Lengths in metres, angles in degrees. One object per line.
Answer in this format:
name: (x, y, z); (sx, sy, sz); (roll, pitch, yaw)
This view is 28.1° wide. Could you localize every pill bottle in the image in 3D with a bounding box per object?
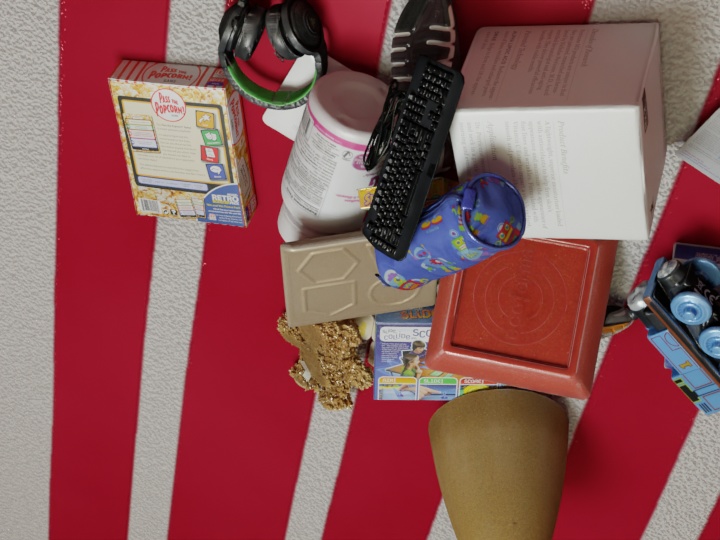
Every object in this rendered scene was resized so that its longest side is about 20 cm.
pill bottle: (-0.026, -0.116, 1.636); (0.112, 0.114, 0.201); (22, 133, 0)

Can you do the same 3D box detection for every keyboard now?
keyboard: (0.036, -0.119, 1.462); (0.039, 0.104, 0.202); (9, 106, -37)

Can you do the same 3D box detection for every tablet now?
tablet: (-0.006, -0.165, 1.673); (0.199, 0.014, 0.130); (31, 132, -8)

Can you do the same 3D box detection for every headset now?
headset: (-0.106, -0.258, 1.575); (0.122, 0.094, 0.202); (3, 129, 17)

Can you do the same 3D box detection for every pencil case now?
pencil case: (0.086, -0.038, 1.484); (0.086, 0.079, 0.199); (20, 157, -24)

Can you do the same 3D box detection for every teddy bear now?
teddy bear: (-0.043, 0.107, 1.879); (0.144, 0.067, 0.202); (27, 143, 36)

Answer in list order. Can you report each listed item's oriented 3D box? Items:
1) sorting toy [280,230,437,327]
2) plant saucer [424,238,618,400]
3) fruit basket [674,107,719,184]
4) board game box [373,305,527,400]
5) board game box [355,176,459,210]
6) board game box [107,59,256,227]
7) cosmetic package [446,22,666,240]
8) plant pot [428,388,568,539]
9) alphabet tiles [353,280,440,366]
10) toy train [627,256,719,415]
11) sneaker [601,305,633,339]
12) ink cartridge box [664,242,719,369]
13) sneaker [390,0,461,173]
sorting toy: (0.000, 0.000, 1.679); (0.183, 0.037, 0.201); (-8, 152, -5)
plant saucer: (0.185, 0.032, 1.666); (0.197, 0.202, 0.037); (10, 175, 12)
fruit basket: (0.457, -0.134, 1.501); (0.184, 0.094, 0.200); (30, 148, -6)
board game box: (0.115, 0.104, 1.807); (0.197, 0.035, 0.137); (1, 130, -1)
board game box: (0.064, -0.082, 1.605); (0.094, 0.200, 0.030); (-8, 85, 15)
board game box: (-0.212, -0.151, 1.736); (0.149, 0.047, 0.202); (7, 131, 14)
cosmetic package: (0.211, -0.146, 1.508); (0.197, 0.166, 0.166); (2, 130, 19)
plant pot: (0.179, 0.286, 1.829); (0.184, 0.202, 0.187); (1, 143, 1)
alphabet tiles: (0.076, 0.070, 1.842); (0.198, 0.015, 0.197); (16, 132, 5)
toy train: (0.386, 0.072, 1.633); (0.200, 0.087, 0.114); (45, 136, -17)
sneaker: (0.231, 0.049, 1.721); (0.197, 0.078, 0.078); (0, 167, -9)
ink cartridge box: (0.456, 0.066, 1.684); (0.197, 0.041, 0.202); (7, 131, 15)
sneaker: (0.090, -0.202, 1.573); (0.075, 0.115, 0.203); (9, 98, 34)
